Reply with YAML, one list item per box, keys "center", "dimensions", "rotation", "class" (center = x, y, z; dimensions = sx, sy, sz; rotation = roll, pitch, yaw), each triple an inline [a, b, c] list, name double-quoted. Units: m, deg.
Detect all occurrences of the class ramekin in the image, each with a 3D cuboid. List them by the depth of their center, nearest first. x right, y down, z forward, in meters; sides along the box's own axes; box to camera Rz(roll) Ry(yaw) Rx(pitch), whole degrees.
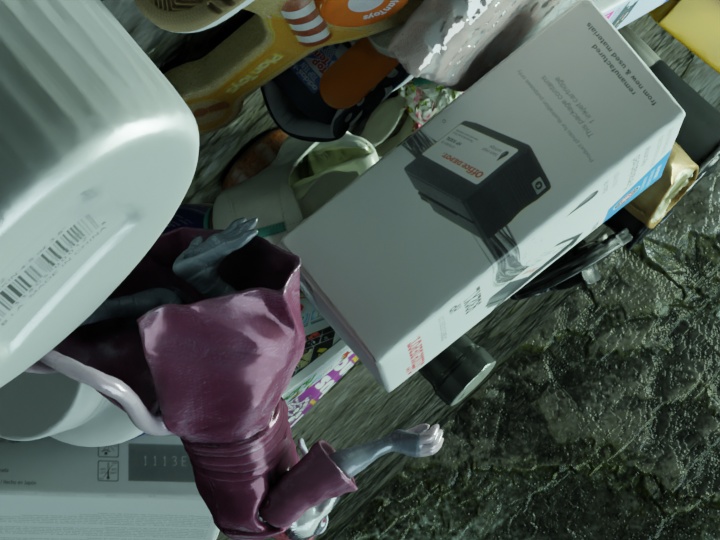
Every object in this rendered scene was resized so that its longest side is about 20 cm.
- center: [-0.159, -0.029, 0.818]
  dimensions: [0.200, 0.098, 0.201]
  rotation: [-43, 169, -10]
  class: "ramekin"

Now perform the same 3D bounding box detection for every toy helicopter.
- center: [-0.024, -0.123, 0.995]
  dimensions: [0.200, 0.079, 0.132]
  rotation: [-32, 153, 35]
  class: "toy helicopter"

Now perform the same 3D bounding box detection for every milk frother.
- center: [0.134, -0.092, 1.391]
  dimensions: [0.181, 0.188, 0.200]
  rotation: [-49, 172, 18]
  class: "milk frother"

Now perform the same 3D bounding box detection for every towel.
- center: [0.104, -0.168, 0.999]
  dimensions: [0.200, 0.032, 0.191]
  rotation: [-50, 169, 9]
  class: "towel"

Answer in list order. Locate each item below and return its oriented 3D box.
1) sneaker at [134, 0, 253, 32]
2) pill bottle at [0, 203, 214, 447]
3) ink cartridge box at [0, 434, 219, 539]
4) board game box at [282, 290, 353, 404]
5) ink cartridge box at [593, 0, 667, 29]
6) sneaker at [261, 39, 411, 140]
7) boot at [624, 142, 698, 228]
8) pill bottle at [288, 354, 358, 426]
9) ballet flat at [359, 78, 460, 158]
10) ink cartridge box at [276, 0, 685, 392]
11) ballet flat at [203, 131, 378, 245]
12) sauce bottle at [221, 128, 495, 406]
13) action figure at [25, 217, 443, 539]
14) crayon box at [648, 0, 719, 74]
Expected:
- center: [-0.013, -0.180, 0.870]
  dimensions: [0.200, 0.070, 0.108]
  rotation: [-50, 166, 12]
  class: "sneaker"
- center: [-0.129, 0.030, 1.080]
  dimensions: [0.120, 0.120, 0.200]
  rotation: [-49, 165, 23]
  class: "pill bottle"
- center: [-0.184, 0.142, 1.187]
  dimensions: [0.199, 0.044, 0.174]
  rotation: [3, 156, -10]
  class: "ink cartridge box"
- center: [-0.071, 0.022, 1.256]
  dimensions: [0.200, 0.126, 0.035]
  rotation: [-37, 168, -37]
  class: "board game box"
- center: [0.126, -0.197, 1.189]
  dimensions: [0.200, 0.119, 0.042]
  rotation: [-33, 162, -48]
  class: "ink cartridge box"
- center: [0.014, -0.143, 1.066]
  dimensions: [0.108, 0.070, 0.200]
  rotation: [-38, 170, -40]
  class: "sneaker"
- center: [0.127, -0.122, 1.253]
  dimensions: [0.066, 0.200, 0.175]
  rotation: [-45, 169, 4]
  class: "boot"
- center: [-0.071, 0.055, 1.417]
  dimensions: [0.200, 0.112, 0.112]
  rotation: [-45, 169, 0]
  class: "pill bottle"
- center: [0.023, -0.083, 1.419]
  dimensions: [0.064, 0.076, 0.200]
  rotation: [-4, 145, -24]
  class: "ballet flat"
- center: [0.063, -0.034, 1.051]
  dimensions: [0.200, 0.084, 0.145]
  rotation: [-38, 171, -4]
  class: "ink cartridge box"
- center: [-0.022, -0.044, 1.133]
  dimensions: [0.070, 0.069, 0.200]
  rotation: [-50, 177, 26]
  class: "ballet flat"
- center: [0.000, 0.000, 1.238]
  dimensions: [0.066, 0.200, 0.066]
  rotation: [-40, 169, -10]
  class: "sauce bottle"
- center: [-0.060, 0.076, 0.964]
  dimensions: [0.149, 0.134, 0.201]
  rotation: [-42, 128, -33]
  class: "action figure"
- center: [0.227, -0.182, 1.331]
  dimensions: [0.051, 0.127, 0.200]
  rotation: [-47, -146, 17]
  class: "crayon box"
